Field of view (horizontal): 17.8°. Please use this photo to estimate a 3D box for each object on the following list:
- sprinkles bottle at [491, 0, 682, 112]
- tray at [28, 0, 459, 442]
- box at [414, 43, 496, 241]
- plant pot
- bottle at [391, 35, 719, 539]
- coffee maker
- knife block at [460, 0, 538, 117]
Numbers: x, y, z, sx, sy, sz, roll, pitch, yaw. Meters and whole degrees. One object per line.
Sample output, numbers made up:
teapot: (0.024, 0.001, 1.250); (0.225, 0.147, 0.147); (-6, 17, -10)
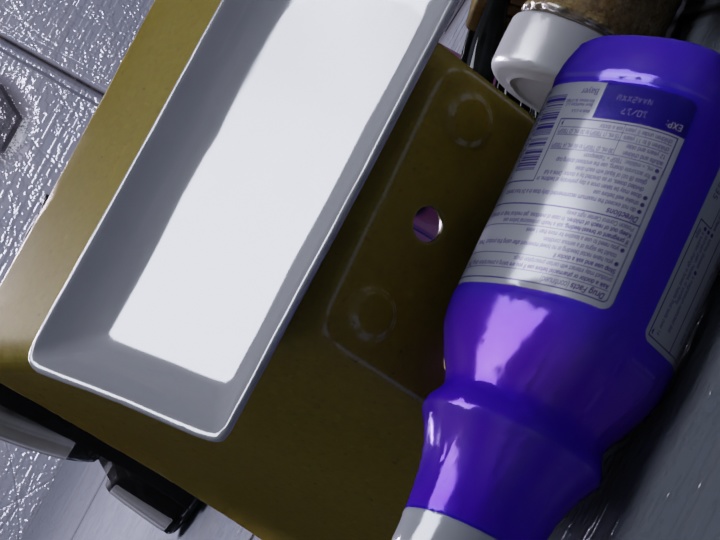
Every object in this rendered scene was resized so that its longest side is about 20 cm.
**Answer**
sprinkles bottle: (0.131, -0.162, 1.041); (0.201, 0.068, 0.068); (-63, 9, -10)
tray: (-0.035, -0.037, 0.823); (0.107, 0.022, 0.201); (17, 74, 39)
box: (-0.024, -0.056, 1.244); (0.097, 0.175, 0.200); (-55, 11, 39)
plant pot: (0.000, 0.000, 0.915); (0.200, 0.195, 0.195); (-1, 59, 59)
bottle: (0.073, 0.016, 0.793); (0.083, 0.065, 0.201); (9, 67, 46)
coffee maker: (-0.179, 0.077, 1.640); (0.192, 0.199, 0.135); (-53, 14, 55)
knife block: (0.095, -0.157, 1.120); (0.176, 0.064, 0.201); (-81, 6, -66)
